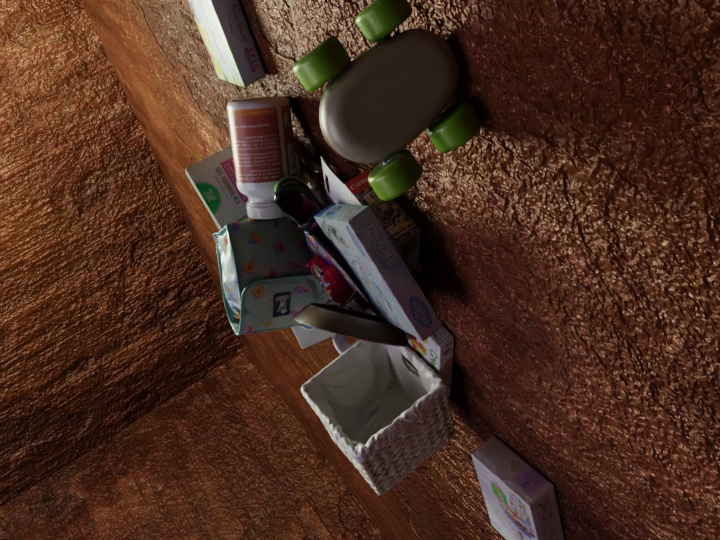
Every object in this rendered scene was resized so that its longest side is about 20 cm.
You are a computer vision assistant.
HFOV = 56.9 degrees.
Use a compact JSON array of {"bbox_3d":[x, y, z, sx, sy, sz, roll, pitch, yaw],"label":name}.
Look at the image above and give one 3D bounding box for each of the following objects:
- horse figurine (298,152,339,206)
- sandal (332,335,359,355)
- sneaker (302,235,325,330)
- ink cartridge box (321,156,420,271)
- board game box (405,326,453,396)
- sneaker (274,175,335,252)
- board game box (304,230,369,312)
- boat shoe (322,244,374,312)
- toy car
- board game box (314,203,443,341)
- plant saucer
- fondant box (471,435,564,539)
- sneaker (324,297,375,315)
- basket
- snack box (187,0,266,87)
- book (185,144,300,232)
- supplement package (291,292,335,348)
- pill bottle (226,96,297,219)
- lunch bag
[{"bbox_3d":[-0.071,-0.136,1.197,0.132,0.050,0.202,28,147,48],"label":"horse figurine"},{"bbox_3d":[-0.029,0.148,1.511,0.207,0.078,0.060,49,163,55],"label":"sandal"},{"bbox_3d":[-0.106,0.030,1.332,0.077,0.074,0.203,-103,13,-69],"label":"sneaker"},{"bbox_3d":[0.015,-0.091,1.034,0.201,0.050,0.109,51,163,26],"label":"ink cartridge box"},{"bbox_3d":[0.110,0.137,1.165,0.126,0.034,0.201,47,159,33],"label":"board game box"},{"bbox_3d":[-0.067,-0.077,1.116,0.199,0.077,0.084,33,-156,-6],"label":"sneaker"},{"bbox_3d":[-0.053,0.016,1.123,0.158,0.039,0.200,48,172,6],"label":"board game box"},{"bbox_3d":[0.000,0.000,1.205,0.072,0.065,0.200,26,-164,-50],"label":"boat shoe"},{"bbox_3d":[0.013,-0.192,0.743,0.165,0.157,0.200,53,176,-18],"label":"toy car"},{"bbox_3d":[0.021,-0.005,0.988,0.201,0.043,0.199,58,170,-15],"label":"board game box"},{"bbox_3d":[-0.012,0.087,1.110,0.200,0.198,0.035,15,92,65],"label":"plant saucer"},{"bbox_3d":[0.269,0.398,1.119,0.144,0.058,0.202,35,151,53],"label":"fondant box"},{"bbox_3d":[-0.034,0.054,1.290,0.199,0.114,0.081,33,148,56],"label":"sneaker"},{"bbox_3d":[0.035,0.248,1.171,0.198,0.199,0.162,39,157,46],"label":"basket"},{"bbox_3d":[-0.248,-0.439,1.182,0.142,0.053,0.202,32,148,52],"label":"snack box"},{"bbox_3d":[-0.212,-0.178,1.262,0.135,0.199,0.048,57,163,1],"label":"book"},{"bbox_3d":[-0.115,0.044,1.441,0.118,0.116,0.202,-101,-12,-69],"label":"supplement package"},{"bbox_3d":[-0.170,-0.199,1.171,0.112,0.111,0.203,26,124,59],"label":"pill bottle"},{"bbox_3d":[-0.166,0.011,1.216,0.122,0.168,0.203,-23,77,59],"label":"lunch bag"}]
